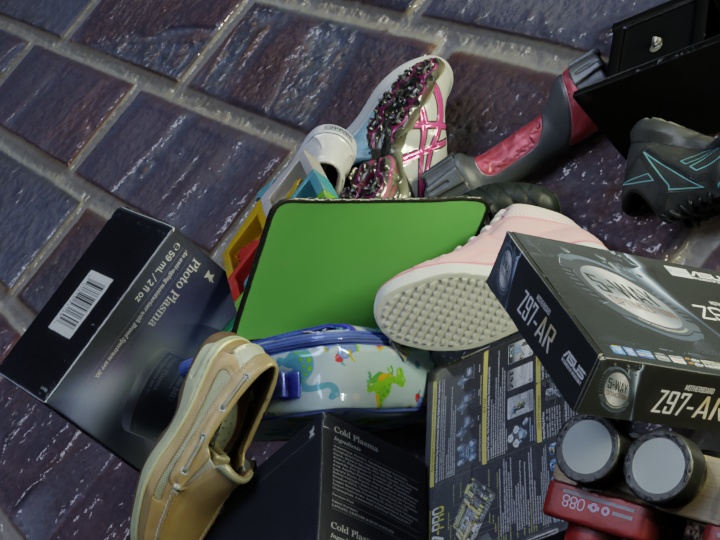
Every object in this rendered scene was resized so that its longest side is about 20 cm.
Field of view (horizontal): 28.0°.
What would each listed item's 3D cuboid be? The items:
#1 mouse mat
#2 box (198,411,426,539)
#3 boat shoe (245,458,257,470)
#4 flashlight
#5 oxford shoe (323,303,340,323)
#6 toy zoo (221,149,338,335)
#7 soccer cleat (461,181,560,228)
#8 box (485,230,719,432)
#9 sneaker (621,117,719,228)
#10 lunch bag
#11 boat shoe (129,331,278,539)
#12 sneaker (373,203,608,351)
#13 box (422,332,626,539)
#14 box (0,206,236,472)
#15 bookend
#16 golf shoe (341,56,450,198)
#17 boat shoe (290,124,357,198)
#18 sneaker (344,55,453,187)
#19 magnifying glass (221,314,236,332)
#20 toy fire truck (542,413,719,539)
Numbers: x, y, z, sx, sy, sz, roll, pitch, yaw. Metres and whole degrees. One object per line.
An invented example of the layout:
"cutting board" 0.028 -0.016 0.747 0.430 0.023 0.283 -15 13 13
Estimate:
"mouse mat" 0.000 0.000 1.204 0.008 0.200 0.161 63 145 40
"box" -0.048 0.243 1.092 0.200 0.104 0.182 -42 31 35
"boat shoe" -0.138 0.246 1.245 0.063 0.073 0.200 11 43 4
"flashlight" 0.147 -0.121 1.312 0.200 0.068 0.068 -31 53 19
"oxford shoe" -0.023 0.009 1.332 0.200 0.058 0.075 -121 41 -81
"toy zoo" -0.074 -0.034 1.299 0.131 0.020 0.200 -52 21 10
"soccer cleat" 0.076 -0.031 1.267 0.200 0.068 0.081 -10 15 19
"box" 0.203 0.045 0.966 0.160 0.200 0.044 -117 43 -56
"sneaker" 0.277 -0.067 1.125 0.200 0.075 0.079 19 84 62
"lunch bag" -0.045 0.098 1.217 0.200 0.161 0.083 -15 76 40
"boat shoe" -0.119 0.151 1.121 0.076 0.072 0.200 25 99 40
"sneaker" 0.102 0.003 1.188 0.200 0.075 0.105 -13 29 -6
"box" 0.123 0.136 1.094 0.161 0.049 0.200 -25 40 28
"box" -0.194 0.081 1.379 0.123 0.198 0.200 20 71 52
"bookend" 0.300 -0.219 1.221 0.199 0.092 0.200 -18 42 38
"golf shoe" 0.049 -0.112 1.397 0.073 0.092 0.200 -8 55 51
"boat shoe" -0.065 -0.054 1.428 0.065 0.074 0.200 -76 8 -51
"sneaker" 0.029 -0.126 1.466 0.200 0.074 0.082 -47 39 17
"magnifying glass" -0.089 0.036 1.354 0.022 0.080 0.200 6 77 63
"toy fire truck" 0.181 0.201 0.888 0.176 0.129 0.200 11 82 37
